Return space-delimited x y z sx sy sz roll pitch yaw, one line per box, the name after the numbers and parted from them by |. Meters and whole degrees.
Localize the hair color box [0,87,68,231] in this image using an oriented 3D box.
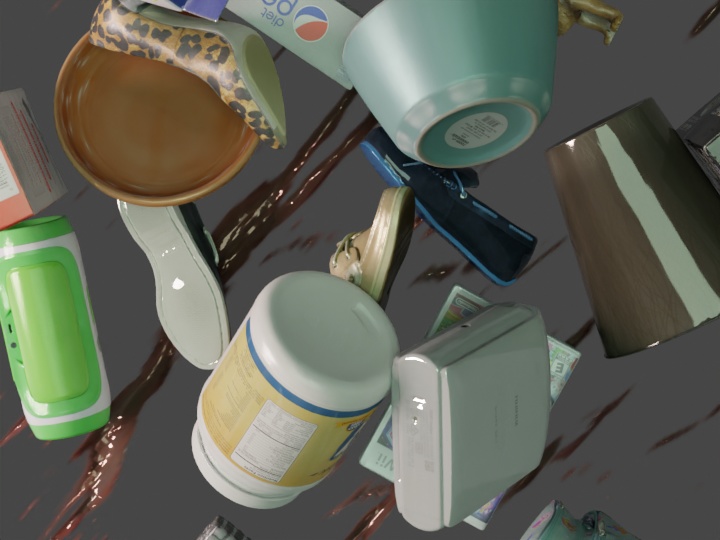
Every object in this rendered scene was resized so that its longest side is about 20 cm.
-0.325 -0.099 1.523 0.063 0.200 0.112 -23 98 3 | hair color box

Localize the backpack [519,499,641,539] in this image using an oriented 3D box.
0.197 0.319 1.581 0.152 0.200 0.177 33 98 -4 | backpack

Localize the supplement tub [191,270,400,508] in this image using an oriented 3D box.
-0.064 0.113 1.547 0.144 0.145 0.201 30 132 -4 | supplement tub

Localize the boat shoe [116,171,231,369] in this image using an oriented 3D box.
-0.165 -0.007 1.606 0.075 0.060 0.202 -14 101 22 | boat shoe

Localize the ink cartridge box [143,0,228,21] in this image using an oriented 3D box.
-0.157 -0.332 1.488 0.047 0.199 0.199 34 80 -47 | ink cartridge box

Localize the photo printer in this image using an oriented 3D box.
0.108 0.125 1.544 0.069 0.199 0.168 10 111 34 | photo printer

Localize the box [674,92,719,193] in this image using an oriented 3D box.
0.390 -0.070 1.540 0.086 0.164 0.200 -39 95 6 | box

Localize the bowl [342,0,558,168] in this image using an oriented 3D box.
0.091 -0.164 1.487 0.199 0.201 0.106 -15 65 3 | bowl

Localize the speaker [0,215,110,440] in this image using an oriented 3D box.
-0.294 0.054 1.605 0.087 0.088 0.202 -10 98 2 | speaker

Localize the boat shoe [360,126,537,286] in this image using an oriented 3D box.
0.084 -0.072 1.596 0.200 0.084 0.069 43 89 -22 | boat shoe

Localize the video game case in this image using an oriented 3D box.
0.106 0.133 1.646 0.142 0.018 0.201 28 98 -4 | video game case

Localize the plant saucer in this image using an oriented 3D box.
-0.183 -0.150 1.564 0.198 0.038 0.203 0 72 0 | plant saucer

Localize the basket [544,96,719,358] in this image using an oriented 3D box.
0.263 -0.046 1.562 0.179 0.136 0.202 -24 93 27 | basket

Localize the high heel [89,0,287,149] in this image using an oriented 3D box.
-0.156 -0.178 1.539 0.142 0.071 0.201 -27 95 27 | high heel

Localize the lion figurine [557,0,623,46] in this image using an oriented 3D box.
0.206 -0.290 1.565 0.122 0.072 0.201 30 84 4 | lion figurine

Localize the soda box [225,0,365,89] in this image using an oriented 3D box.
-0.073 -0.248 1.565 0.199 0.068 0.064 33 100 -4 | soda box

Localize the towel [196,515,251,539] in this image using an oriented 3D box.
-0.146 0.364 1.652 0.165 0.086 0.200 43 95 -7 | towel

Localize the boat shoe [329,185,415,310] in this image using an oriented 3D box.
0.000 0.000 1.574 0.064 0.072 0.201 24 130 8 | boat shoe
